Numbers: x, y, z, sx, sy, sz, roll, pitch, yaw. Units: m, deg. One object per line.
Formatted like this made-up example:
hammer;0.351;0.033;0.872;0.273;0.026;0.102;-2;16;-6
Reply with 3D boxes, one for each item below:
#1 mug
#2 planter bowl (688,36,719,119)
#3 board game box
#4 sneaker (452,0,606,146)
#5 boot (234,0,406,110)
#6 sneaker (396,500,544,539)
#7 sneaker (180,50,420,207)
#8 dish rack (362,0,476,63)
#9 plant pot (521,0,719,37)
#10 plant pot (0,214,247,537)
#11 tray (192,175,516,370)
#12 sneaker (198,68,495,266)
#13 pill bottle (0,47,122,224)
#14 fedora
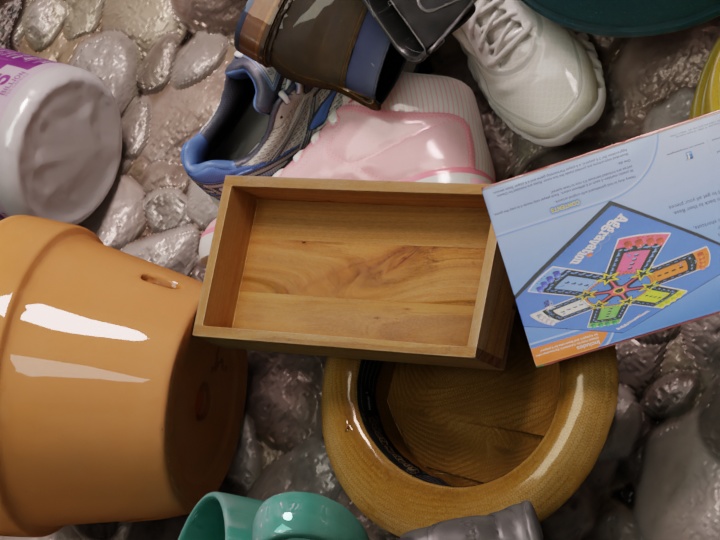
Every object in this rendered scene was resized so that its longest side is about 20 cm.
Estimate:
mug;-0.043;0.209;1.388;0.185;0.114;0.152;157;127;-70
planter bowl;0.252;-0.093;1.335;0.200;0.083;0.201;-10;71;30
board game box;0.172;-0.025;1.298;0.200;0.019;0.103;-18;87;18
sneaker;0.076;-0.156;1.474;0.075;0.081;0.200;-40;59;15
boot;0.015;-0.193;1.455;0.097;0.075;0.200;33;100;16
sneaker;0.041;0.196;1.340;0.076;0.091;0.200;-105;20;-44
sneaker;-0.036;-0.118;1.532;0.200;0.085;0.077;-52;55;9
dish rack;0.037;-0.217;1.324;0.154;0.055;0.200;55;154;3
plant pot;0.143;-0.262;1.360;0.200;0.188;0.200;-7;62;14
plant pot;-0.158;0.072;1.501;0.140;0.200;0.201;7;79;19
tray;0.000;0.000;1.405;0.200;0.037;0.099;4;77;35
sneaker;-0.010;-0.062;1.506;0.200;0.075;0.105;-16;66;26
pill bottle;-0.267;-0.100;1.663;0.200;0.112;0.112;16;85;36
fedora;0.073;0.071;1.405;0.200;0.082;0.201;-12;69;33
